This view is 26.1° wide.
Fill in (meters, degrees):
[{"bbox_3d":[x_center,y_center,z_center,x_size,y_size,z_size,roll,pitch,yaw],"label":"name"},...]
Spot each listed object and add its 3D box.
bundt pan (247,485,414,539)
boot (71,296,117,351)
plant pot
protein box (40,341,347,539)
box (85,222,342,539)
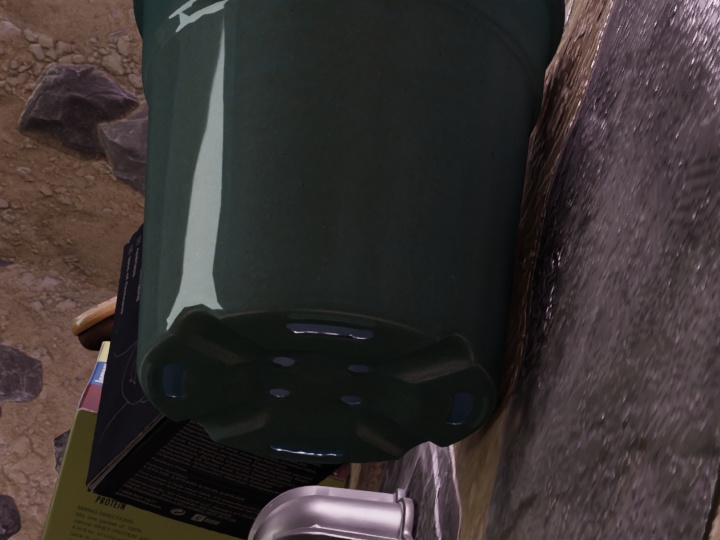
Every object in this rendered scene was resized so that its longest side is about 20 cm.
[{"bbox_3d":[-0.036,0.200,0.786,0.202,0.076,0.202,-163,90,-86],"label":"bundt pan"},{"bbox_3d":[-0.123,0.092,1.240,0.072,0.200,0.167,-28,74,51],"label":"boot"},{"bbox_3d":[-0.012,-0.033,0.674,0.200,0.200,0.196,114,163,-60],"label":"plant pot"},{"bbox_3d":[-0.131,0.189,1.162,0.135,0.198,0.200,-92,19,-71],"label":"protein box"},{"bbox_3d":[-0.067,0.030,0.975,0.197,0.124,0.200,-45,32,45],"label":"box"}]
